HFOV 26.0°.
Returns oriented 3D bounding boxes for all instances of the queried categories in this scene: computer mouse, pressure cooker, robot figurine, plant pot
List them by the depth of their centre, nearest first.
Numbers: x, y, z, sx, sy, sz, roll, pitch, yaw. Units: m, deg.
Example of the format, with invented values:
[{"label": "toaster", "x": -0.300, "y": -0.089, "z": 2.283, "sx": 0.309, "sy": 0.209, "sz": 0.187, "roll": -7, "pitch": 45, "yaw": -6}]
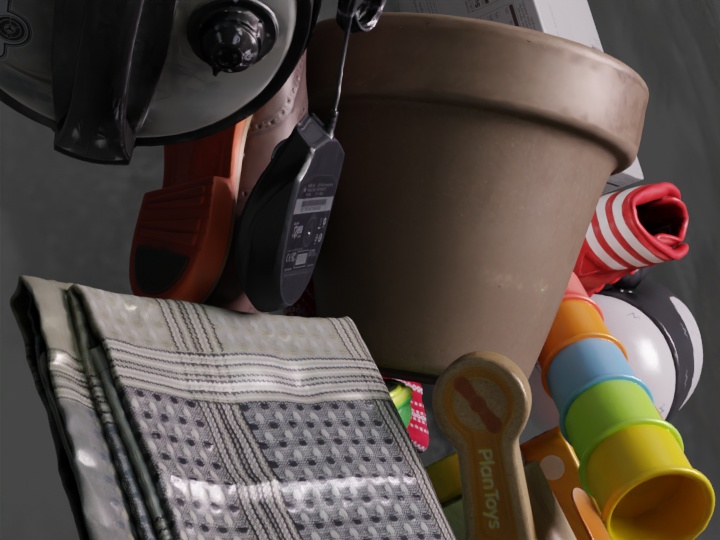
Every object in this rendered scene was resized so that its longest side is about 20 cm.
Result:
[{"label": "pressure cooker", "x": -0.096, "y": -0.155, "z": 0.678, "sx": 0.176, "sy": 0.178, "sz": 0.201, "roll": 52, "pitch": 28, "yaw": -39}, {"label": "computer mouse", "x": -0.023, "y": -0.079, "z": 0.704, "sx": 0.059, "sy": 0.034, "sz": 0.202, "roll": -4, "pitch": 111, "yaw": -72}, {"label": "plant pot", "x": 0.049, "y": -0.027, "z": 0.851, "sx": 0.200, "sy": 0.199, "sz": 0.176, "roll": 20, "pitch": 76, "yaw": -60}, {"label": "robot figurine", "x": 0.188, "y": 0.069, "z": 1.182, "sx": 0.151, "sy": 0.124, "sz": 0.200, "roll": 67, "pitch": 23, "yaw": 2}]

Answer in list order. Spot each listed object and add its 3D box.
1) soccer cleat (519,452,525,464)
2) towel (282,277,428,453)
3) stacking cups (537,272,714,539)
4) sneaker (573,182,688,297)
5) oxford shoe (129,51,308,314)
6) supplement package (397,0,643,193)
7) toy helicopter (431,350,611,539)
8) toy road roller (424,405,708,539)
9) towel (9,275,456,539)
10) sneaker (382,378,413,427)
[{"label": "soccer cleat", "x": 0.150, "y": 0.173, "z": 1.063, "sx": 0.200, "sy": 0.081, "sz": 0.068, "roll": 46, "pitch": 32, "yaw": -42}, {"label": "towel", "x": 0.000, "y": 0.000, "z": 0.955, "sx": 0.145, "sy": 0.022, "sz": 0.201, "roll": 47, "pitch": 32, "yaw": -40}, {"label": "stacking cups", "x": 0.127, "y": 0.062, "z": 0.844, "sx": 0.061, "sy": 0.060, "sz": 0.201, "roll": 50, "pitch": 13, "yaw": -36}, {"label": "sneaker", "x": 0.157, "y": -0.002, "z": 1.013, "sx": 0.200, "sy": 0.115, "sz": 0.079, "roll": 41, "pitch": 41, "yaw": -77}, {"label": "oxford shoe", "x": -0.055, "y": -0.065, "z": 0.775, "sx": 0.072, "sy": 0.071, "sz": 0.201, "roll": 30, "pitch": 69, "yaw": -41}, {"label": "supplement package", "x": 0.124, "y": -0.154, "z": 1.235, "sx": 0.155, "sy": 0.110, "sz": 0.202, "roll": 8, "pitch": 64, "yaw": -63}, {"label": "toy helicopter", "x": 0.077, "y": 0.136, "z": 0.742, "sx": 0.079, "sy": 0.131, "sz": 0.202, "roll": -35, "pitch": 118, "yaw": -69}, {"label": "toy road roller", "x": 0.122, "y": 0.139, "z": 0.893, "sx": 0.124, "sy": 0.145, "sz": 0.200, "roll": 63, "pitch": 4, "yaw": 8}, {"label": "towel", "x": -0.040, "y": 0.086, "z": 0.660, "sx": 0.199, "sy": 0.035, "sz": 0.193, "roll": 9, "pitch": 47, "yaw": -42}, {"label": "sneaker", "x": -0.022, "y": 0.118, "z": 0.766, "sx": 0.200, "sy": 0.073, "sz": 0.084, "roll": -56, "pitch": 137, "yaw": -57}]
